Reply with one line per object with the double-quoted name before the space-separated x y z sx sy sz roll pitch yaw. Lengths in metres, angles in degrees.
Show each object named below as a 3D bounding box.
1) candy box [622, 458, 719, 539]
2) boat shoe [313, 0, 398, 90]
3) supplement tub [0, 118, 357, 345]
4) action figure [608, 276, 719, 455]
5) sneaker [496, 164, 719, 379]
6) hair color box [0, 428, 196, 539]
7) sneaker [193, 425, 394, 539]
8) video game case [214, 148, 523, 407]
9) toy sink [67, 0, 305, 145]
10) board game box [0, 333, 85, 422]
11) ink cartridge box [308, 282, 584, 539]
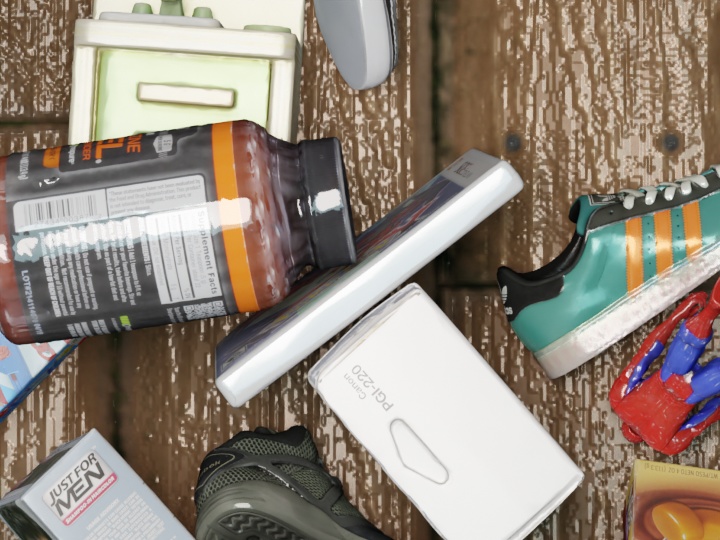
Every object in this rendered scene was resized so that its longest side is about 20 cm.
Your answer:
"candy box" 0.251 0.180 1.635 0.199 0.117 0.057 8 131 2
"boat shoe" 0.003 -0.209 1.675 0.066 0.070 0.201 -11 84 -22
"supplement tub" -0.104 -0.024 1.544 0.199 0.107 0.108 -8 89 1
"action figure" 0.205 0.043 1.619 0.065 0.200 0.099 43 59 5
"sneaker" 0.170 -0.024 1.662 0.200 0.071 0.080 -36 93 2
"hair color box" -0.113 0.185 1.594 0.061 0.099 0.200 -43 95 -18
"sneaker" -0.015 0.155 1.662 0.199 0.114 0.076 29 117 -25
"video game case" 0.000 0.000 1.609 0.200 0.182 0.023 -38 95 0
"toy sink" -0.101 -0.093 1.647 0.130 0.112 0.201 5 89 1
"board game box" -0.289 0.025 1.676 0.200 0.056 0.196 45 90 1
"ink cartridge box" 0.044 0.086 1.598 0.085 0.200 0.146 -41 89 0
